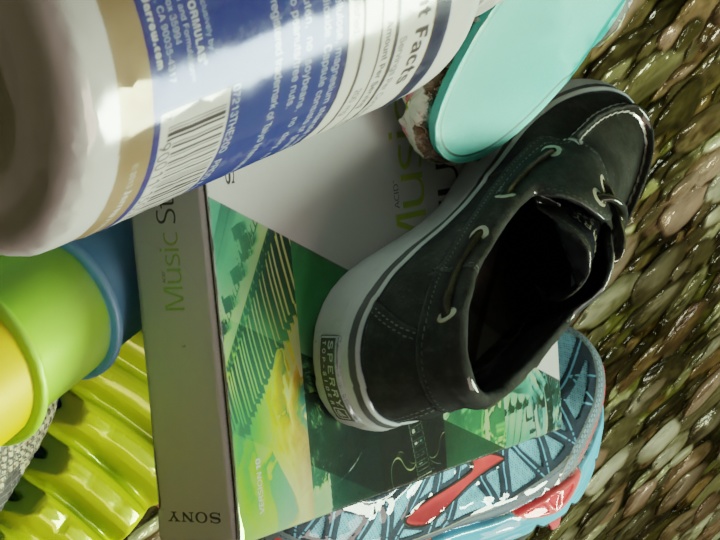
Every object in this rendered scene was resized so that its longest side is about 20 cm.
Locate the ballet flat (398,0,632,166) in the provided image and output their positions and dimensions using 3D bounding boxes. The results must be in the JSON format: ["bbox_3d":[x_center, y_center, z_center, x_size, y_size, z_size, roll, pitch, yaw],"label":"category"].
[{"bbox_3d":[0.071,-0.125,0.834,0.200,0.064,0.076,-52,140,1],"label":"ballet flat"}]

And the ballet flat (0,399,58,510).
[{"bbox_3d":[-0.120,0.011,0.838,0.200,0.068,0.075,-59,170,-26],"label":"ballet flat"}]

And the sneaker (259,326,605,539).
[{"bbox_3d":[0.030,0.061,0.947,0.200,0.079,0.096,-31,143,-39],"label":"sneaker"}]

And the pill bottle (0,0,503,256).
[{"bbox_3d":[-0.037,-0.087,0.693,0.200,0.111,0.111,-26,152,-38],"label":"pill bottle"}]

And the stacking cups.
[{"bbox_3d":[-0.086,-0.002,0.788,0.200,0.060,0.061,-43,162,-44],"label":"stacking cups"}]

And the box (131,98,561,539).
[{"bbox_3d":[0.000,0.000,0.834,0.200,0.036,0.145,-13,100,-53],"label":"box"}]

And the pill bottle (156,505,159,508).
[{"bbox_3d":[-0.019,0.014,1.016,0.200,0.106,0.106,-48,157,7],"label":"pill bottle"}]

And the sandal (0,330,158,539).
[{"bbox_3d":[-0.105,0.068,0.908,0.200,0.087,0.080,-50,116,-22],"label":"sandal"}]

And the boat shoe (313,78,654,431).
[{"bbox_3d":[0.058,-0.006,0.838,0.200,0.056,0.069,-44,123,-46],"label":"boat shoe"}]
